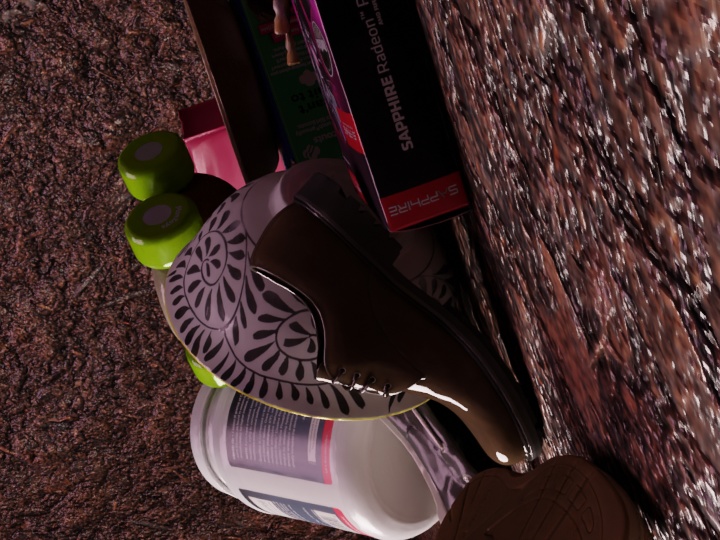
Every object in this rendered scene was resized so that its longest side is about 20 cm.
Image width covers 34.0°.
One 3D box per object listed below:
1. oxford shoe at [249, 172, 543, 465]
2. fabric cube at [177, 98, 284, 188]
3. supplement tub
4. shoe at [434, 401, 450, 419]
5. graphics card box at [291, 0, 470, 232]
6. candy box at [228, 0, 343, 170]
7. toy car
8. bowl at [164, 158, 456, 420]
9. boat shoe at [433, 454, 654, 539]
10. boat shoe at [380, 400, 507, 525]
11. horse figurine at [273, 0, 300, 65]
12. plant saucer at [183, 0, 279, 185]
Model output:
[{"bbox_3d":[0.018,0.045,0.659,0.200,0.084,0.073,44,171,-2],"label":"oxford shoe"},{"bbox_3d":[-0.179,-0.183,1.973,0.200,0.196,0.199,-115,8,-66],"label":"fabric cube"},{"bbox_3d":[-0.027,0.132,0.942,0.200,0.140,0.140,1,116,45],"label":"supplement tub"},{"bbox_3d":[0.071,0.121,0.847,0.070,0.053,0.200,-119,10,-70],"label":"shoe"},{"bbox_3d":[-0.002,-0.129,0.644,0.125,0.051,0.200,-120,12,-73],"label":"graphics card box"},{"bbox_3d":[-0.053,-0.164,1.030,0.169,0.077,0.200,102,148,-81],"label":"candy box"},{"bbox_3d":[-0.063,-0.030,0.916,0.158,0.200,0.164,-108,0,-47],"label":"toy car"},{"bbox_3d":[-0.018,-0.009,0.750,0.201,0.201,0.094,-113,32,-45],"label":"bowl"},{"bbox_3d":[0.093,0.129,0.538,0.065,0.071,0.200,36,170,-5],"label":"boat shoe"},{"bbox_3d":[0.058,0.104,0.767,0.067,0.057,0.200,6,-131,-56],"label":"boat shoe"},{"bbox_3d":[-0.043,-0.210,0.776,0.200,0.050,0.133,-38,-59,-87],"label":"horse figurine"},{"bbox_3d":[-0.108,-0.157,1.004,0.200,0.037,0.201,162,90,-86],"label":"plant saucer"}]
